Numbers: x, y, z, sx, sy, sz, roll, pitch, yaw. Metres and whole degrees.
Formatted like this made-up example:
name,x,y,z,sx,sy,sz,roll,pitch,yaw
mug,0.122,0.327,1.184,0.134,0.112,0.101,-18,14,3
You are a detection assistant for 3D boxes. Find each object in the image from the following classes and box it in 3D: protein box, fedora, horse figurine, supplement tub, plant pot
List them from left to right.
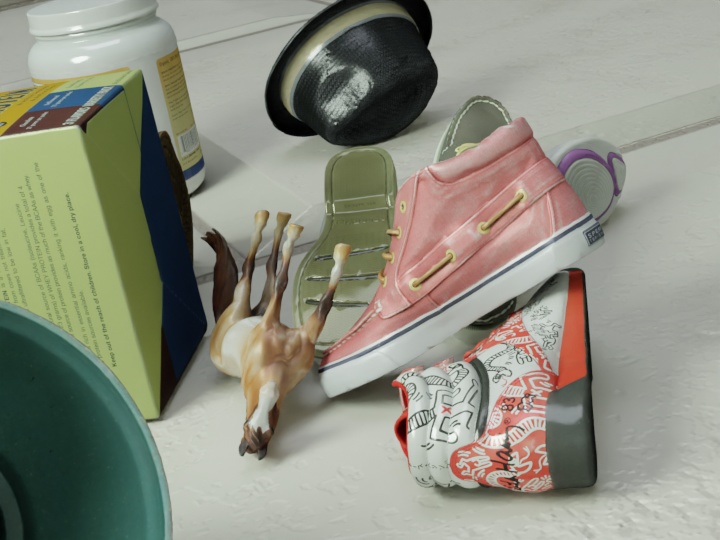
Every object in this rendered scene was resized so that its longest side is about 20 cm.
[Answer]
name,x,y,z,sx,sy,sz,roll,pitch,yaw
plant pot,-0.195,0.119,0.569,0.200,0.200,0.134,-21,-4,-25
protein box,-0.232,-0.009,0.862,0.200,0.199,0.135,-7,22,11
supplement tub,-0.239,-0.166,1.266,0.144,0.200,0.144,-9,21,3
horse figurine,-0.062,0.031,0.825,0.050,0.133,0.200,15,6,-24
fedora,0.006,-0.190,1.321,0.200,0.201,0.092,-21,56,-26

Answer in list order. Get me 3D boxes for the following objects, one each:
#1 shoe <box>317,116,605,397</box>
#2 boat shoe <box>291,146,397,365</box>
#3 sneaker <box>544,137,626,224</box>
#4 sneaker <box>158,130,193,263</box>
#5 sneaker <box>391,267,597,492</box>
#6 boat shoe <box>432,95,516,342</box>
name,x,y,z,sx,sy,sz,roll,pitch,yaw
shoe,0.039,-0.006,0.772,0.200,0.091,0.071,-33,-3,25
boat shoe,0.000,0.000,0.909,0.075,0.068,0.200,0,43,12
sneaker,0.115,-0.058,0.990,0.200,0.075,0.100,-22,25,-28
sneaker,-0.181,-0.052,0.997,0.090,0.067,0.200,-3,-19,-1
sneaker,0.076,0.055,0.733,0.108,0.067,0.201,-4,24,11
boat shoe,0.084,-0.049,0.882,0.072,0.060,0.202,6,53,1
